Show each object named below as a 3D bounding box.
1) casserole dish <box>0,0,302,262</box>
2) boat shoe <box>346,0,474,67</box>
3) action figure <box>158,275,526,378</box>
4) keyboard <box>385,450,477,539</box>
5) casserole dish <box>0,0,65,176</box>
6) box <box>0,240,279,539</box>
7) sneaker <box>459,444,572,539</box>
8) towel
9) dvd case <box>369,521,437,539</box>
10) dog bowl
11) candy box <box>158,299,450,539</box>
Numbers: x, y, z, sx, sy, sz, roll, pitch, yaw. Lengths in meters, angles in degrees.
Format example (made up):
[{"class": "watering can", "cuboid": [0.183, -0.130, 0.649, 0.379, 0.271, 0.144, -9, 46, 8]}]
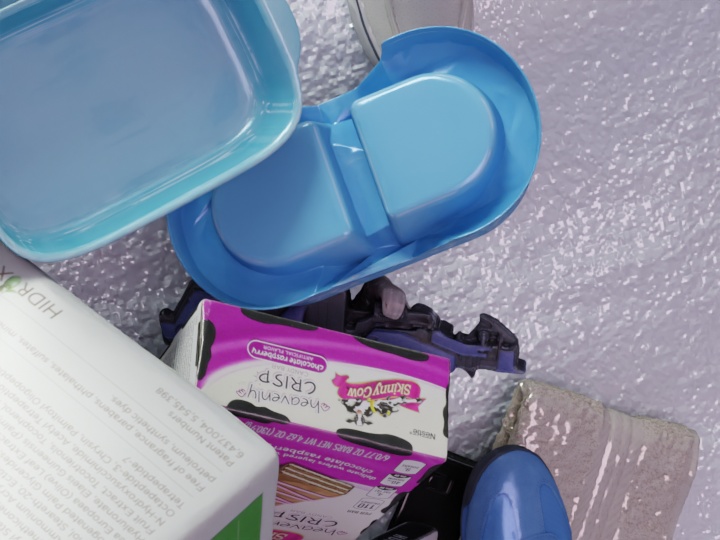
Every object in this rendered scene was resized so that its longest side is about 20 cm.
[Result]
[{"class": "casserole dish", "cuboid": [-0.121, -0.083, 0.975, 0.200, 0.039, 0.121, -30, 99, -25]}, {"class": "boat shoe", "cuboid": [0.032, -0.191, 1.097, 0.071, 0.070, 0.201, -6, 100, -16]}, {"class": "action figure", "cuboid": [0.000, 0.000, 1.104, 0.199, 0.105, 0.194, 13, 101, 3]}, {"class": "keyboard", "cuboid": [0.008, 0.196, 1.177, 0.127, 0.021, 0.201, 23, 91, -25]}, {"class": "casserole dish", "cuboid": [-0.144, -0.139, 1.031, 0.121, 0.039, 0.201, 14, 73, -32]}, {"class": "box", "cuboid": [-0.165, 0.139, 0.948, 0.171, 0.200, 0.199, -38, 151, -33]}, {"class": "sneaker", "cuboid": [0.102, 0.199, 1.130, 0.066, 0.078, 0.201, -9, 103, -19]}, {"class": "towel", "cuboid": [0.116, 0.172, 1.190, 0.132, 0.034, 0.201, 18, 93, -27]}, {"class": "dvd case", "cuboid": [-0.012, 0.250, 1.105, 0.025, 0.150, 0.201, 13, 102, 25]}, {"class": "dog bowl", "cuboid": [0.000, -0.047, 1.029, 0.199, 0.050, 0.112, -22, 75, 8]}, {"class": "candy box", "cuboid": [-0.054, 0.096, 1.051, 0.136, 0.200, 0.061, 14, 60, -17]}]
